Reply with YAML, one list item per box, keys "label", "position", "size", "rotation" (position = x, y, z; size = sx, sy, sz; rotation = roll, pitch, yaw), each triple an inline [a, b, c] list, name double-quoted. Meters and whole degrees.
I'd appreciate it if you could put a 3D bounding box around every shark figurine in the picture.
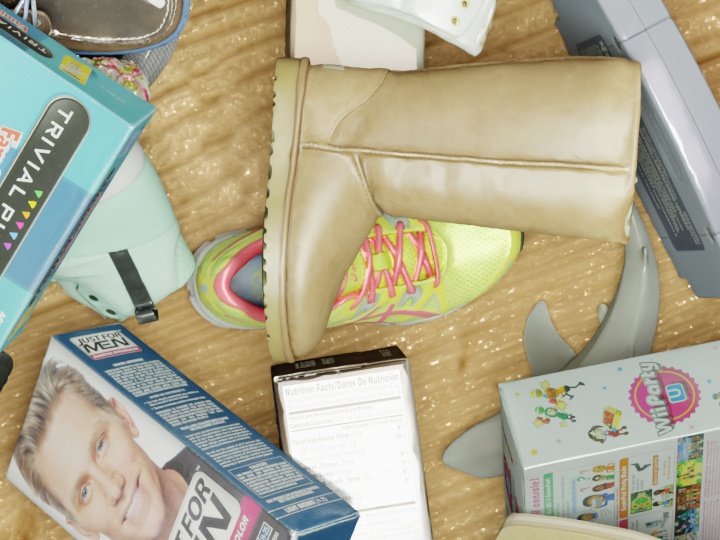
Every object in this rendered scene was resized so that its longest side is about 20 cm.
- label: "shark figurine"
  position: [0.144, 0.036, 1.401]
  size: [0.127, 0.090, 0.216]
  rotation: [20, 92, -6]

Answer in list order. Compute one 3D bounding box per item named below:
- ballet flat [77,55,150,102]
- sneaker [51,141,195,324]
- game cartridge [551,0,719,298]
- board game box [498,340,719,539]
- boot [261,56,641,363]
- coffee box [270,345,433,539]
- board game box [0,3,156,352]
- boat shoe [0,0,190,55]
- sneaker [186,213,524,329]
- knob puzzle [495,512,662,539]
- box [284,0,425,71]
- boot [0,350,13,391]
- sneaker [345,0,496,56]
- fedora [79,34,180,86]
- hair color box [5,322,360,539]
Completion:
- label: "ballet flat"
  position: [-0.210, -0.066, 1.306]
  size: [0.199, 0.064, 0.076]
  rotation: [-24, 66, 13]
- label: "sneaker"
  position: [-0.194, -0.003, 1.382]
  size: [0.199, 0.074, 0.119]
  rotation: [-13, 129, 20]
- label: "game cartridge"
  position: [0.175, -0.079, 1.375]
  size: [0.041, 0.133, 0.201]
  rotation: [-27, 94, -11]
- label: "board game box"
  position: [0.183, 0.108, 1.372]
  size: [0.199, 0.148, 0.065]
  rotation: [-12, 52, -4]
- label: "boot"
  position: [0.048, -0.031, 1.299]
  size: [0.198, 0.066, 0.176]
  rotation: [4, 97, 3]
- label: "coffee box"
  position: [0.000, 0.150, 1.380]
  size: [0.079, 0.114, 0.201]
  rotation: [-8, 91, -3]
- label: "board game box"
  position: [-0.230, -0.075, 1.252]
  size: [0.199, 0.047, 0.151]
  rotation: [34, 110, 0]
- label: "boat shoe"
  position: [-0.191, -0.154, 1.288]
  size: [0.199, 0.072, 0.073]
  rotation: [11, 104, 0]
- label: "sneaker"
  position: [0.000, 0.000, 1.387]
  size: [0.199, 0.090, 0.079]
  rotation: [-13, 91, -5]
- label: "knob puzzle"
  position: [0.153, 0.196, 1.360]
  size: [0.219, 0.220, 0.031]
  rotation: [31, 52, -4]
- label: "box"
  position: [-0.004, -0.150, 1.381]
  size: [0.077, 0.095, 0.202]
  rotation: [1, 90, -4]
- label: "boot"
  position: [-0.291, 0.051, 1.325]
  size: [0.174, 0.200, 0.070]
  rotation: [32, 64, -10]
- label: "sneaker"
  position: [0.086, -0.172, 1.312]
  size: [0.199, 0.074, 0.116]
  rotation: [7, 93, 3]
- label: "fedora"
  position: [-0.179, -0.177, 1.367]
  size: [0.176, 0.090, 0.201]
  rotation: [9, 103, -2]
- label: "hair color box"
  position: [-0.102, 0.125, 1.334]
  size: [0.200, 0.060, 0.101]
  rotation: [35, 117, 30]
